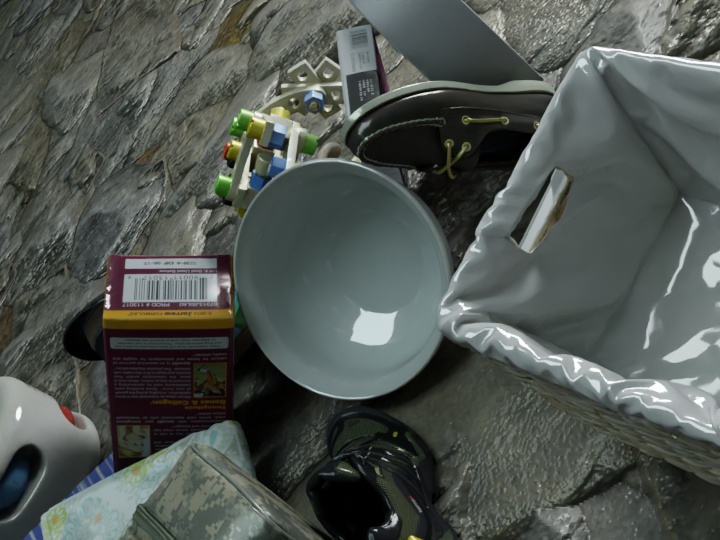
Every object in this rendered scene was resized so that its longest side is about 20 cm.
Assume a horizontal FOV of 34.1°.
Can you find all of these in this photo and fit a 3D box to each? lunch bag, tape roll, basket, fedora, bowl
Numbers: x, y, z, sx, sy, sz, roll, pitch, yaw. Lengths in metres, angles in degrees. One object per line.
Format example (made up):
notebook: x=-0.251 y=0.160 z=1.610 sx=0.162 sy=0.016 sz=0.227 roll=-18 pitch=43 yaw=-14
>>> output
lunch bag: x=-0.084 y=0.245 z=0.799 sx=0.168 sy=0.200 sz=0.139 roll=-50 pitch=41 yaw=-7
tape roll: x=0.068 y=-0.212 z=1.032 sx=0.066 sy=0.200 sz=0.200 roll=-47 pitch=32 yaw=13
basket: x=0.188 y=0.006 z=0.663 sx=0.200 sy=0.161 sz=0.199 roll=21 pitch=77 yaw=41
fedora: x=-0.204 y=0.073 z=1.195 sx=0.200 sy=0.200 sz=0.092 roll=-36 pitch=70 yaw=27
bowl: x=0.000 y=0.000 z=0.982 sx=0.201 sy=0.202 sz=0.090 roll=-33 pitch=-4 yaw=30

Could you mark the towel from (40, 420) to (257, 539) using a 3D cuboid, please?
towel: x=-0.170 y=0.237 z=0.988 sx=0.199 sy=0.048 sz=0.172 roll=-27 pitch=53 yaw=5

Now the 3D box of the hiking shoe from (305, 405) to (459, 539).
hiking shoe: x=0.005 y=0.153 z=0.862 sx=0.076 sy=0.101 sz=0.200 roll=-48 pitch=32 yaw=9

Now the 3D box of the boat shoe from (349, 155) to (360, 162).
boat shoe: x=-0.020 y=-0.022 z=1.113 sx=0.073 sy=0.063 sz=0.201 roll=-52 pitch=14 yaw=54

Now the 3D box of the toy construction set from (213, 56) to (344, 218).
toy construction set: x=-0.079 y=-0.121 z=1.067 sx=0.200 sy=0.092 sz=0.131 roll=-68 pitch=2 yaw=-55

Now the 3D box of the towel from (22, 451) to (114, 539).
towel: x=-0.262 y=0.259 z=1.084 sx=0.200 sy=0.024 sz=0.145 roll=-45 pitch=33 yaw=-9

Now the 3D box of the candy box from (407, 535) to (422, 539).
candy box: x=0.003 y=0.265 z=0.758 sx=0.026 sy=0.102 sz=0.200 roll=38 pitch=91 yaw=40

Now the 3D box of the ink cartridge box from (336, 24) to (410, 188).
ink cartridge box: x=0.017 y=-0.113 z=1.030 sx=0.037 sy=0.200 sz=0.095 roll=-10 pitch=59 yaw=5

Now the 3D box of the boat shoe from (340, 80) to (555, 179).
boat shoe: x=0.083 y=-0.108 z=0.934 sx=0.061 sy=0.200 sz=0.072 roll=66 pitch=151 yaw=27

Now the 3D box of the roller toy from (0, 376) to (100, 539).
roller toy: x=-0.390 y=0.214 z=1.290 sx=0.182 sy=0.140 sz=0.201 roll=-34 pitch=36 yaw=28

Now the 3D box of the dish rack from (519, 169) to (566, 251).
dish rack: x=0.182 y=-0.017 z=0.846 sx=0.200 sy=0.043 sz=0.172 roll=10 pitch=68 yaw=55

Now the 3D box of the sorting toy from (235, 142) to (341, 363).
sorting toy: x=-0.088 y=-0.012 z=1.142 sx=0.185 sy=0.036 sz=0.201 roll=-47 pitch=21 yaw=60

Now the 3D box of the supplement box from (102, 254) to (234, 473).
supplement box: x=-0.168 y=0.087 z=1.050 sx=0.086 sy=0.110 sz=0.201 roll=-98 pitch=11 yaw=-49
